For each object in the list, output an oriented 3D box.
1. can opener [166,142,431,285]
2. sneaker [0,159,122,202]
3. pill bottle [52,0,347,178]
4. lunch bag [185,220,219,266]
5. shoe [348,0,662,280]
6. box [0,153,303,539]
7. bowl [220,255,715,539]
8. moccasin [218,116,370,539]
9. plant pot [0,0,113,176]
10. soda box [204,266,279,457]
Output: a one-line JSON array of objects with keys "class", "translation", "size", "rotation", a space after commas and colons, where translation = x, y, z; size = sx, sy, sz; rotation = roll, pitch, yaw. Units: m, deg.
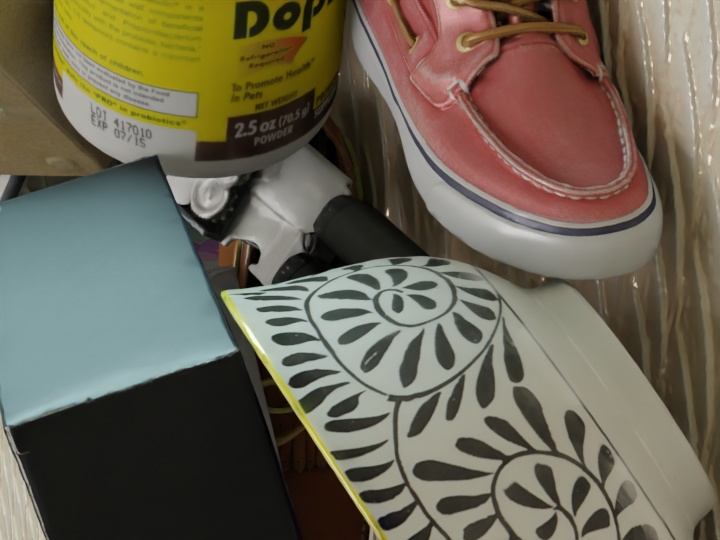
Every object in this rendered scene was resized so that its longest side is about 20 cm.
[{"class": "can opener", "translation": [0.000, 0.000, 0.942], "size": [0.200, 0.066, 0.053], "rotation": [42, 103, 34]}, {"class": "sneaker", "translation": [-0.143, -0.062, 1.142], "size": [0.146, 0.077, 0.203], "rotation": [-10, 43, 44]}, {"class": "pill bottle", "translation": [-0.054, -0.138, 0.893], "size": [0.200, 0.109, 0.109], "rotation": [96, 155, -42]}, {"class": "lunch bag", "translation": [-0.088, 0.034, 1.184], "size": [0.200, 0.077, 0.161], "rotation": [-136, 44, -57]}, {"class": "shoe", "translation": [0.045, -0.083, 0.833], "size": [0.200, 0.071, 0.091], "rotation": [-120, 27, -52]}, {"class": "box", "translation": [-0.070, 0.062, 0.839], "size": [0.200, 0.079, 0.141], "rotation": [-120, 11, -67]}, {"class": "bowl", "translation": [0.050, 0.064, 0.794], "size": [0.201, 0.094, 0.201], "rotation": [56, 178, 3]}, {"class": "moccasin", "translation": [-0.020, 0.033, 1.038], "size": [0.078, 0.074, 0.202], "rotation": [178, 96, -76]}, {"class": "plant pot", "translation": [-0.170, -0.144, 1.020], "size": [0.200, 0.199, 0.177], "rotation": [48, -132, -61]}, {"class": "soda box", "translation": [-0.071, 0.102, 1.005], "size": [0.064, 0.068, 0.200], "rotation": [-1, 107, 41]}]
